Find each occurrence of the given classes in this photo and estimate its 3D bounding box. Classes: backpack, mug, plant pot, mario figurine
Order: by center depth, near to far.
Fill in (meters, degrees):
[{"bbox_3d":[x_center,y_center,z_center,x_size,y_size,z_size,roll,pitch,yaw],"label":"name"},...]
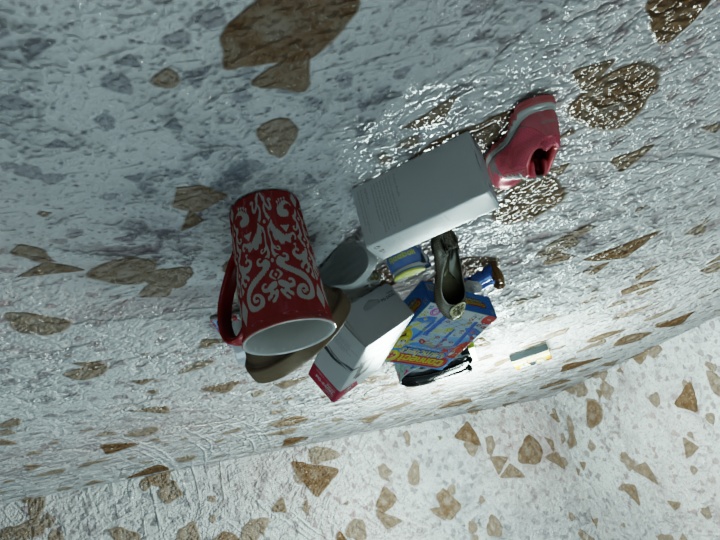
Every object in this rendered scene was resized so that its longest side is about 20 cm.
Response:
[{"bbox_3d":[-0.139,0.006,0.937,0.173,0.205,0.134,-15,159,1],"label":"mug"},{"bbox_3d":[-0.118,0.075,1.053,0.198,0.094,0.202,-32,-162,11],"label":"plant pot"},{"bbox_3d":[0.226,0.066,1.448,0.196,0.107,0.125,-26,123,6],"label":"mario figurine"},{"bbox_3d":[0.180,0.224,1.738,0.196,0.153,0.178,-22,156,-2],"label":"backpack"}]

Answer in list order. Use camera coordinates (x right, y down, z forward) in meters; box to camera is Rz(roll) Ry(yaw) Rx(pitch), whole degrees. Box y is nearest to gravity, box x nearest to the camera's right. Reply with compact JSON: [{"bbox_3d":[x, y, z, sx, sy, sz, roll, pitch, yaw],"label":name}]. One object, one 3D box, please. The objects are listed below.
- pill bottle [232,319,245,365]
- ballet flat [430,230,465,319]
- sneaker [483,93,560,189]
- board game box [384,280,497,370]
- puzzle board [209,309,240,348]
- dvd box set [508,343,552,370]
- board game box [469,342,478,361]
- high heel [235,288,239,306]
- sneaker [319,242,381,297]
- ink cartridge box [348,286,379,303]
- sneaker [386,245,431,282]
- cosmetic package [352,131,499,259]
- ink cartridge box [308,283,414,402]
[{"bbox_3d":[-0.153,0.114,1.284,0.195,0.113,0.112,-17,159,-11],"label":"pill bottle"},{"bbox_3d":[0.169,0.012,1.225,0.066,0.046,0.204,-28,125,-25],"label":"ballet flat"},{"bbox_3d":[0.231,-0.158,0.948,0.072,0.089,0.201,-10,158,-9],"label":"sneaker"},{"bbox_3d":[0.151,0.120,1.379,0.196,0.057,0.197,13,132,-35],"label":"board game box"},{"bbox_3d":[-0.224,0.118,1.398,0.147,0.018,0.201,-14,158,-4],"label":"puzzle board"},{"bbox_3d":[0.627,0.318,2.427,0.143,0.030,0.200,-21,158,12],"label":"dvd box set"},{"bbox_3d":[0.301,0.247,2.015,0.099,0.049,0.200,-18,158,7],"label":"board game box"},{"bbox_3d":[-0.137,0.039,1.150,0.138,0.073,0.200,1,166,5],"label":"high heel"},{"bbox_3d":[0.000,0.000,1.203,0.113,0.076,0.199,-3,165,-32],"label":"sneaker"},{"bbox_3d":[0.005,0.089,1.411,0.114,0.069,0.200,-2,154,-33],"label":"ink cartridge box"},{"bbox_3d":[0.080,-0.029,1.187,0.073,0.084,0.200,-26,177,4],"label":"sneaker"},{"bbox_3d":[0.093,-0.106,0.965,0.196,0.104,0.074,-22,158,20],"label":"cosmetic package"},{"bbox_3d":[-0.001,0.139,1.257,0.144,0.084,0.202,-30,158,-39],"label":"ink cartridge box"}]
